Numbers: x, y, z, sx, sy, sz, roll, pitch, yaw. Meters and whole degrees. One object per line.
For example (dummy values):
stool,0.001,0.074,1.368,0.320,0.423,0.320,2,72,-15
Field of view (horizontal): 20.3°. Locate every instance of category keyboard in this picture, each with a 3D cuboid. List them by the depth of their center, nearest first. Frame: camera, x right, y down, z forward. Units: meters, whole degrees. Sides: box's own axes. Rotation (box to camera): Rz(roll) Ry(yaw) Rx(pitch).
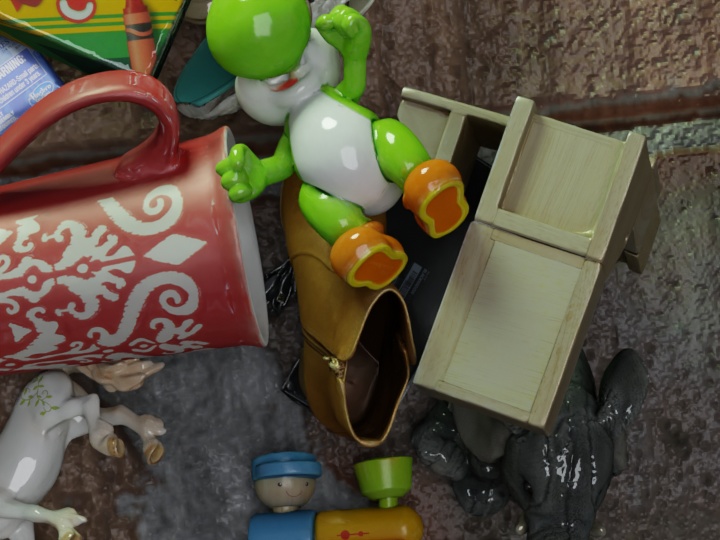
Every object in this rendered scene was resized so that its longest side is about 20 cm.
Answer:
keyboard,0.007,-0.002,1.305,0.127,0.021,0.201,32,84,-15

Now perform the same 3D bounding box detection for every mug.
mug,-0.168,-0.024,1.207,0.199,0.133,0.179,-11,95,2

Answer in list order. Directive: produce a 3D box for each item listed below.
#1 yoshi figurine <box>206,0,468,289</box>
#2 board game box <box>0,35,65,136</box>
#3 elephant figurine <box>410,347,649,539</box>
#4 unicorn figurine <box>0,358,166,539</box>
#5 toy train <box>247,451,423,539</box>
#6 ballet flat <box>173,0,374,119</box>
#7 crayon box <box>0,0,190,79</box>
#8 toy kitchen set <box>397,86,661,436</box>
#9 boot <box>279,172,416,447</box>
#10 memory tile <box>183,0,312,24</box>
yoshi figurine,-0.030,-0.093,1.139,0.112,0.112,0.200,-18,59,-33
board game box,-0.317,-0.129,1.229,0.200,0.043,0.199,-38,96,-9
elephant figurine,0.119,0.101,1.235,0.141,0.200,0.155,-37,97,-8
unicorn figurine,-0.211,0.126,1.233,0.137,0.074,0.200,23,59,29
toy train,0.024,0.168,1.259,0.199,0.085,0.116,-6,78,10
ballet flat,-0.033,-0.162,1.276,0.072,0.072,0.200,40,85,-9
crayon box,-0.194,-0.201,1.199,0.199,0.051,0.128,23,79,-3
toy kitchen set,0.076,-0.002,1.221,0.162,0.200,0.181,18,82,15
boot,-0.001,0.001,1.218,0.070,0.144,0.202,1,93,-16
memory tile,-0.063,-0.242,1.256,0.153,0.017,0.201,27,80,14
